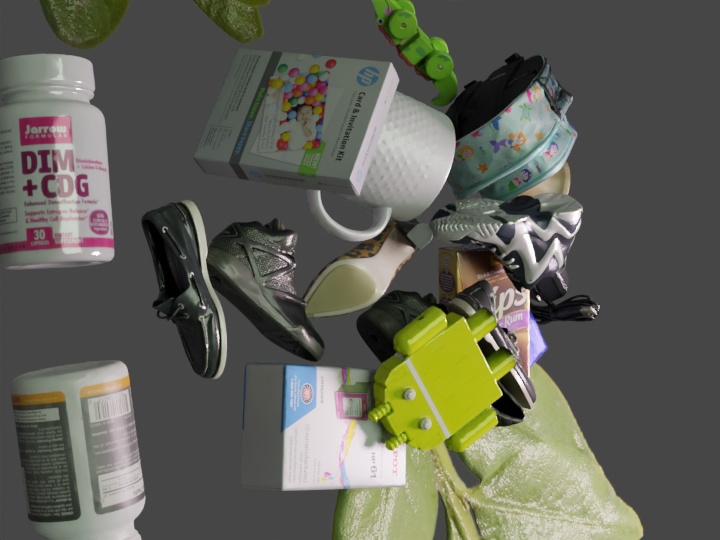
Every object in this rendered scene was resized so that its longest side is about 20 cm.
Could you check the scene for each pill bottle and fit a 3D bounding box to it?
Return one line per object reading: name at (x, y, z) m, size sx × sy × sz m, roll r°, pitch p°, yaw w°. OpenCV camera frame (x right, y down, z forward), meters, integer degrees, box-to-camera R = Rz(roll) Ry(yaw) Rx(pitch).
pill bottle at (-0.307, -0.105, 1.106) m, size 0.113 × 0.113 × 0.201 m, roll -3°, pitch 88°, yaw -42°
pill bottle at (-0.275, 0.195, 1.105) m, size 0.116 × 0.116 × 0.201 m, roll -9°, pitch 93°, yaw -42°

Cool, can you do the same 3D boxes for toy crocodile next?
toy crocodile at (0.070, -0.308, 1.511) m, size 0.200 × 0.062 × 0.068 m, roll 44°, pitch 19°, yaw -28°

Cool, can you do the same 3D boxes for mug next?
mug at (-0.001, -0.134, 1.367) m, size 0.175 × 0.147 × 0.201 m, roll 21°, pitch 73°, yaw -29°

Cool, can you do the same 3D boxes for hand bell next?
hand bell at (0.190, -0.141, 1.600) m, size 0.199 × 0.104 × 0.105 m, roll 13°, pitch 77°, yaw -28°

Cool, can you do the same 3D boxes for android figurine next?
android figurine at (0.096, 0.137, 1.351) m, size 0.200 × 0.041 × 0.183 m, roll -34°, pitch 112°, yaw -19°

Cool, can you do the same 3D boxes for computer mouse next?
computer mouse at (0.250, -0.007, 1.589) m, size 0.053 × 0.138 × 0.201 m, roll -32°, pitch 107°, yaw -39°

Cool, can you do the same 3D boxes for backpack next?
backpack at (0.182, -0.174, 1.455) m, size 0.151 × 0.177 × 0.200 m, roll 56°, pitch 32°, yaw -10°

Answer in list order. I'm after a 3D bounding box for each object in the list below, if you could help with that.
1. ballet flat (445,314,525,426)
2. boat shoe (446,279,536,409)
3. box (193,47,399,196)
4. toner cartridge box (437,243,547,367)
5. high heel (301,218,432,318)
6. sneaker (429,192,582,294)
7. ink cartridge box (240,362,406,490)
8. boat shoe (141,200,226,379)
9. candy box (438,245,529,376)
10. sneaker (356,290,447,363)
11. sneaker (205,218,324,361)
ballet flat at (0.147, 0.124, 1.420) m, size 0.200 × 0.057 × 0.067 m, roll 52°, pitch 50°, yaw -30°
boat shoe at (0.187, 0.098, 1.456) m, size 0.063 × 0.073 × 0.200 m, roll -45°, pitch 117°, yaw -20°
box at (-0.073, -0.172, 1.273) m, size 0.041 × 0.199 × 0.156 m, roll 59°, pitch 46°, yaw -60°
toner cartridge box at (0.191, 0.055, 1.593) m, size 0.095 × 0.043 × 0.201 m, roll -41°, pitch 113°, yaw -37°
high heel at (0.000, 0.000, 1.427) m, size 0.200 × 0.143 × 0.072 m, roll -33°, pitch 97°, yaw -4°
sneaker at (0.183, -0.024, 1.426) m, size 0.198 × 0.080 × 0.130 m, roll -10°, pitch 121°, yaw -20°
ink cartridge box at (-0.039, 0.187, 1.342) m, size 0.199 × 0.084 × 0.145 m, roll 8°, pitch 80°, yaw -43°
boat shoe at (-0.198, 0.024, 1.220) m, size 0.066 × 0.074 × 0.200 m, roll -9°, pitch 92°, yaw -40°
candy box at (0.167, 0.066, 1.514) m, size 0.116 × 0.056 × 0.201 m, roll -5°, pitch 98°, yaw -24°
sneaker at (0.086, 0.108, 1.460) m, size 0.114 × 0.076 × 0.200 m, roll -42°, pitch 108°, yaw -30°
sneaker at (-0.093, 0.016, 1.315) m, size 0.199 × 0.076 × 0.114 m, roll 47°, pitch 63°, yaw -23°
